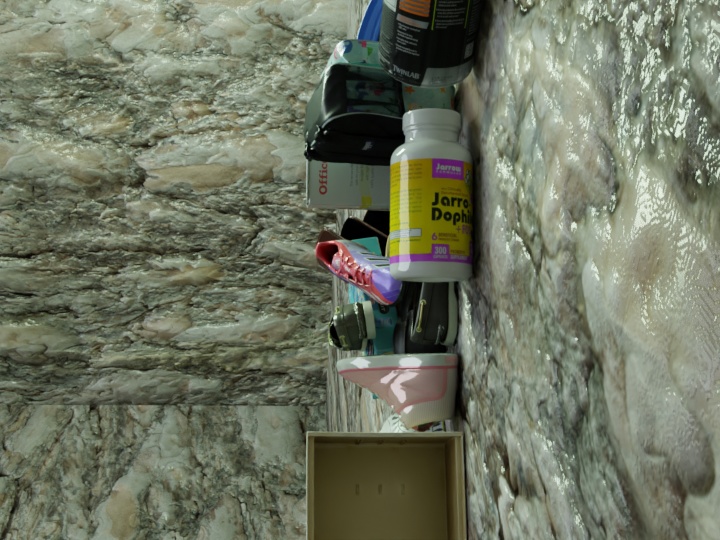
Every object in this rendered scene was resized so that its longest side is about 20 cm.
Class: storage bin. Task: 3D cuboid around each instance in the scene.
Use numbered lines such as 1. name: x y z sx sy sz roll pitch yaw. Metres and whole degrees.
1. storage bin: 0.028 0.311 1.126 0.094 0.196 0.202 107 164 -74

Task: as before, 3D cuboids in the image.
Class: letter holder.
1. letter holder: -0.001 -0.050 1.646 0.101 0.141 0.200 -59 -4 -18

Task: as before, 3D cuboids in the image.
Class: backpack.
1. backpack: 0.030 -0.219 1.213 0.177 0.196 0.153 139 136 -70

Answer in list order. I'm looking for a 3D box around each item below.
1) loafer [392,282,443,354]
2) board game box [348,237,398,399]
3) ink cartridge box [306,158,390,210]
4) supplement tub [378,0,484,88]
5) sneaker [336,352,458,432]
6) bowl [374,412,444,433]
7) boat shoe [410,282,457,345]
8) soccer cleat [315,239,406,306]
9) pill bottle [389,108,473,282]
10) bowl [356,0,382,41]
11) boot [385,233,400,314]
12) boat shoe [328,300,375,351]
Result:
1. loafer: 0.086 0.074 1.252 0.072 0.071 0.204 124 146 -71
2. board game box: 0.023 0.075 1.398 0.152 0.046 0.202 93 166 -55
3. ink cartridge box: 0.016 -0.166 1.343 0.083 0.196 0.148 176 95 -84
4. supplement tub: 0.087 -0.329 1.041 0.124 0.120 0.202 -96 9 -49
5. sneaker: 0.047 0.165 1.198 0.198 0.075 0.107 -5 88 41
6. bowl: 0.064 0.285 1.307 0.201 0.092 0.205 180 90 -84
7. boat shoe: 0.095 -0.002 1.199 0.072 0.059 0.205 120 150 -72
8. soccer cleat: 0.000 0.000 1.272 0.200 0.072 0.069 34 109 60
9. pill bottle: 0.087 -0.090 1.087 0.104 0.102 0.204 144 127 -83
10. bowl: 0.056 -0.383 1.419 0.200 0.039 0.204 -35 48 51
11. boot: 0.070 0.049 1.404 0.145 0.069 0.203 98 167 -50
12. boat shoe: -0.019 0.085 1.325 0.202 0.059 0.073 122 138 -77
